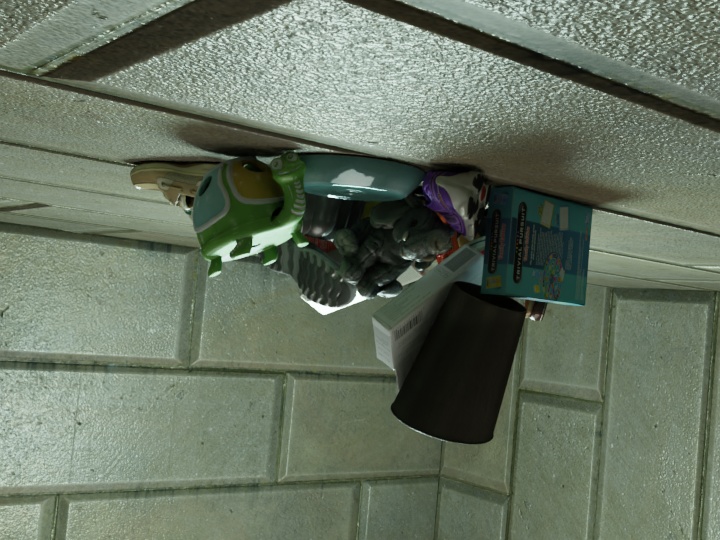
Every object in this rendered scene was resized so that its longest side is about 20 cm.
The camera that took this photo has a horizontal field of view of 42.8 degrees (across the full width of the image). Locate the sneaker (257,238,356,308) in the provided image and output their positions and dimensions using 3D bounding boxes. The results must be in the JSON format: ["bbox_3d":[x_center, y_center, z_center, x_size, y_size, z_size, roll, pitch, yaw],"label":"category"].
[{"bbox_3d":[-0.068,-0.011,1.414,0.082,0.075,0.200,-10,-145,-44],"label":"sneaker"}]

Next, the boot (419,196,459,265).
[{"bbox_3d":[0.129,-0.063,1.458,0.075,0.108,0.200,5,176,32],"label":"boot"}]

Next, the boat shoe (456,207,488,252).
[{"bbox_3d":[0.216,-0.071,1.465,0.074,0.063,0.199,-32,169,40],"label":"boat shoe"}]

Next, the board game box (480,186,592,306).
[{"bbox_3d":[0.261,-0.032,1.347,0.199,0.152,0.047,8,176,-42],"label":"board game box"}]

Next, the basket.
[{"bbox_3d":[0.152,0.129,1.325,0.179,0.201,0.136,8,-164,-40],"label":"basket"}]

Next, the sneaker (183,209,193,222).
[{"bbox_3d":[-0.215,-0.085,1.433,0.094,0.070,0.199,52,163,-30],"label":"sneaker"}]

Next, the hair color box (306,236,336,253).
[{"bbox_3d":[-0.088,-0.051,1.565,0.199,0.062,0.101,7,176,-22],"label":"hair color box"}]

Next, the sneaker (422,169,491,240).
[{"bbox_3d":[0.126,-0.100,1.238,0.083,0.081,0.200,19,172,16],"label":"sneaker"}]

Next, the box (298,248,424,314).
[{"bbox_3d":[0.000,0.000,1.500,0.199,0.069,0.082,-20,143,24],"label":"box"}]

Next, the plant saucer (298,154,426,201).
[{"bbox_3d":[-0.011,-0.121,1.242,0.198,0.036,0.200,5,177,0],"label":"plant saucer"}]

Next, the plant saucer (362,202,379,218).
[{"bbox_3d":[-0.027,-0.098,1.613,0.198,0.048,0.200,5,178,-1],"label":"plant saucer"}]

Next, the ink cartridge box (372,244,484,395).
[{"bbox_3d":[0.109,0.083,1.385,0.200,0.177,0.045,-35,-131,-26],"label":"ink cartridge box"}]

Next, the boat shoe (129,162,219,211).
[{"bbox_3d":[-0.265,-0.123,1.363,0.199,0.066,0.072,4,177,29],"label":"boat shoe"}]

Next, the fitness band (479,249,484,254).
[{"bbox_3d":[0.202,-0.008,1.490,0.199,0.038,0.143,-31,170,38],"label":"fitness band"}]

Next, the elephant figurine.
[{"bbox_3d":[0.071,-0.048,1.322,0.199,0.156,0.141,-32,151,35],"label":"elephant figurine"}]

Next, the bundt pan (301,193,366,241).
[{"bbox_3d":[-0.091,-0.090,1.414,0.200,0.076,0.202,9,-177,0],"label":"bundt pan"}]

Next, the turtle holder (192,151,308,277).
[{"bbox_3d":[-0.149,-0.081,1.204,0.140,0.133,0.185,-16,172,-18],"label":"turtle holder"}]

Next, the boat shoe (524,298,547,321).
[{"bbox_3d":[0.310,-0.005,1.463,0.070,0.201,0.071,19,153,3],"label":"boat shoe"}]
